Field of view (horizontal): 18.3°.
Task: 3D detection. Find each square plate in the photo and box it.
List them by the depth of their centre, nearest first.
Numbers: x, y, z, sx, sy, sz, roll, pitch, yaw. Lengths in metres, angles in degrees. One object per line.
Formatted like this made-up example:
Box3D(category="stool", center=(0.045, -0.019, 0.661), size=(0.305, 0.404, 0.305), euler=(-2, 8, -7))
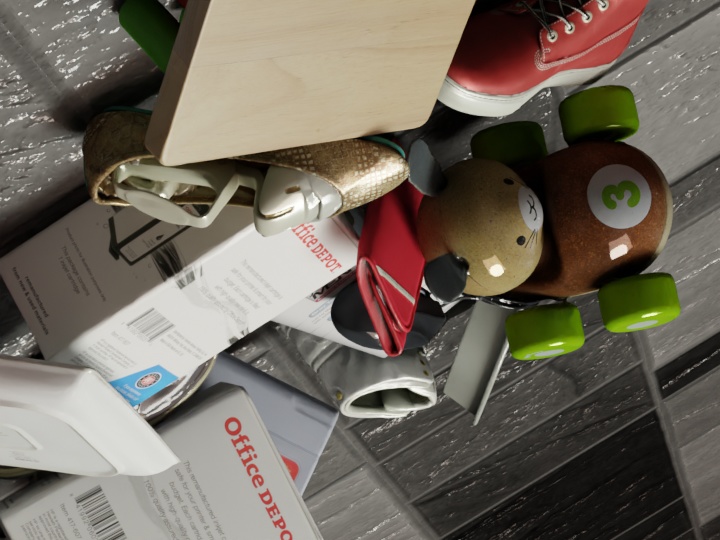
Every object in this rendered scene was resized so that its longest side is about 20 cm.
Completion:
Box3D(category="square plate", center=(-0.237, 0.095, 1.454), size=(0.199, 0.029, 0.198), euler=(6, 159, 15))

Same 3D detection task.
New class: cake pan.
Box3D(category="cake pan", center=(0.113, 0.023, 1.763), size=(0.200, 0.037, 0.201), euler=(22, 90, -86))

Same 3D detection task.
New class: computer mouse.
Box3D(category="computer mouse", center=(0.059, 0.018, 1.590), size=(0.199, 0.059, 0.034), euler=(-12, 132, -43))

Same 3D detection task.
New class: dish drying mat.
Box3D(category="dish drying mat", center=(0.025, -0.020, 1.507), size=(0.018, 0.077, 0.200), euler=(-18, -159, 16))

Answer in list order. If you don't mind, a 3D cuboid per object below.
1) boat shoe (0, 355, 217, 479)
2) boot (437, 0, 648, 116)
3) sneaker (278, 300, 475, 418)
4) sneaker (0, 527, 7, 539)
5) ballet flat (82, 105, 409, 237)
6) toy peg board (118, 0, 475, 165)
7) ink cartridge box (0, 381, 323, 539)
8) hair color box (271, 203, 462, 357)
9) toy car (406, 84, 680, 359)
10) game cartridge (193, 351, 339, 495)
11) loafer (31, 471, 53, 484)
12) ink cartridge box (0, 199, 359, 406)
Box3D(category="boat shoe", center=(-0.191, 0.083, 1.590), size=(0.199, 0.075, 0.073), euler=(-31, 158, -4))
Box3D(category="boot", center=(0.131, -0.177, 1.460), size=(0.199, 0.073, 0.144), euler=(-20, 157, -45))
Box3D(category="sneaker", center=(0.038, 0.062, 1.785), size=(0.199, 0.116, 0.074), euler=(-14, 151, -39))
Box3D(category="sneaker", center=(-0.318, 0.200, 1.673), size=(0.198, 0.070, 0.094), euler=(0, 124, -17))
Box3D(category="ballet flat", center=(-0.071, -0.051, 1.332), size=(0.199, 0.066, 0.071), euler=(5, 149, 11))
Box3D(category="toy peg board", center=(-0.032, -0.177, 1.247), size=(0.199, 0.098, 0.200), euler=(-12, 136, -40))
Box3D(category="ink cartridge box", center=(-0.146, 0.191, 1.633), size=(0.199, 0.147, 0.084), euler=(-27, -174, -13))
Box3D(category="hair color box", center=(0.000, 0.000, 1.624), size=(0.099, 0.061, 0.200), euler=(-38, 157, 14))
Box3D(category="toy car", center=(0.102, -0.034, 1.512), size=(0.157, 0.165, 0.199), euler=(-19, 166, 37))
Box3D(category="game cartridge", center=(-0.116, 0.168, 1.709), size=(0.201, 0.133, 0.041), euler=(-65, -177, -11))
Box3D(category="loafer", center=(-0.216, 0.159, 1.724), size=(0.075, 0.068, 0.200), euler=(-24, 157, -16))
Box3D(category="ink cartridge box", center=(-0.113, -0.008, 1.460), size=(0.199, 0.085, 0.146), euler=(-33, 158, 3))
